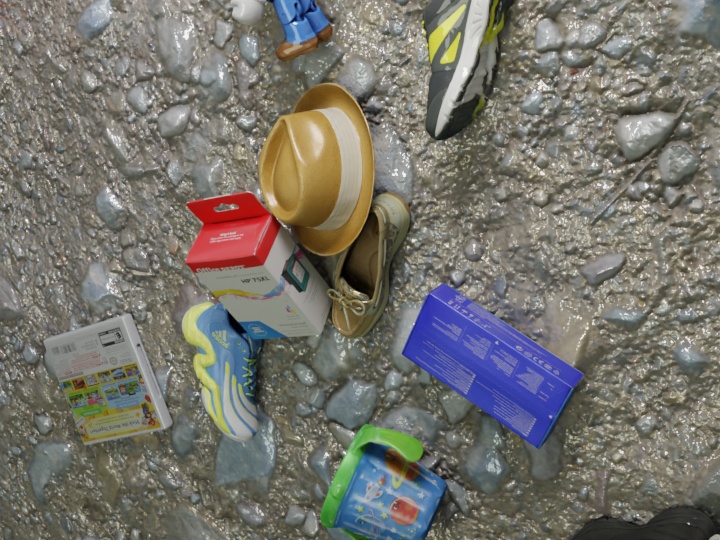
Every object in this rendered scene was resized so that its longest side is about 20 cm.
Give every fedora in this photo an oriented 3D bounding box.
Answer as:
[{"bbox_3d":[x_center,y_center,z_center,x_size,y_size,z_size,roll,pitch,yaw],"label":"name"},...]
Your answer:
[{"bbox_3d":[-0.063,-0.117,1.146,0.199,0.081,0.204,6,97,51],"label":"fedora"}]

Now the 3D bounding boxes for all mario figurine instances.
[{"bbox_3d":[-0.110,-0.341,1.106,0.105,0.124,0.202,-24,111,0],"label":"mario figurine"}]

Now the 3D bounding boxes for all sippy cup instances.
[{"bbox_3d":[0.035,0.284,1.237,0.129,0.178,0.141,25,75,11],"label":"sippy cup"}]

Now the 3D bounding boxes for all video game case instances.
[{"bbox_3d":[-0.395,0.173,1.528,0.198,0.023,0.184,-15,98,34],"label":"video game case"}]

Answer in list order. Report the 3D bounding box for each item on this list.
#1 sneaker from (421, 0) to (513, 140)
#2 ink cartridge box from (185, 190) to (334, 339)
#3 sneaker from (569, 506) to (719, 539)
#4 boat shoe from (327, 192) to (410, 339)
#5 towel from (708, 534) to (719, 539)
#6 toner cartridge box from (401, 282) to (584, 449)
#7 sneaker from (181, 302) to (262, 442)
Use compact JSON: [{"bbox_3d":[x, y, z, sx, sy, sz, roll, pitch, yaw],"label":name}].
[{"bbox_3d":[0.102,-0.241,1.047,0.084,0.074,0.203,27,111,28],"label":"sneaker"},{"bbox_3d":[-0.132,-0.002,1.213,0.115,0.068,0.201,-6,137,33],"label":"ink cartridge box"},{"bbox_3d":[0.299,0.324,1.100,0.199,0.091,0.077,-32,91,37],"label":"sneaker"},{"bbox_3d":[0.000,0.000,1.192,0.073,0.063,0.202,27,119,21],"label":"boat shoe"},{"bbox_3d":[0.394,0.342,1.017,0.198,0.049,0.172,22,128,-21],"label":"towel"},{"bbox_3d":[0.151,0.109,1.147,0.199,0.043,0.096,34,122,18],"label":"toner cartridge box"},{"bbox_3d":[-0.172,0.134,1.340,0.104,0.076,0.202,-23,93,35],"label":"sneaker"}]
